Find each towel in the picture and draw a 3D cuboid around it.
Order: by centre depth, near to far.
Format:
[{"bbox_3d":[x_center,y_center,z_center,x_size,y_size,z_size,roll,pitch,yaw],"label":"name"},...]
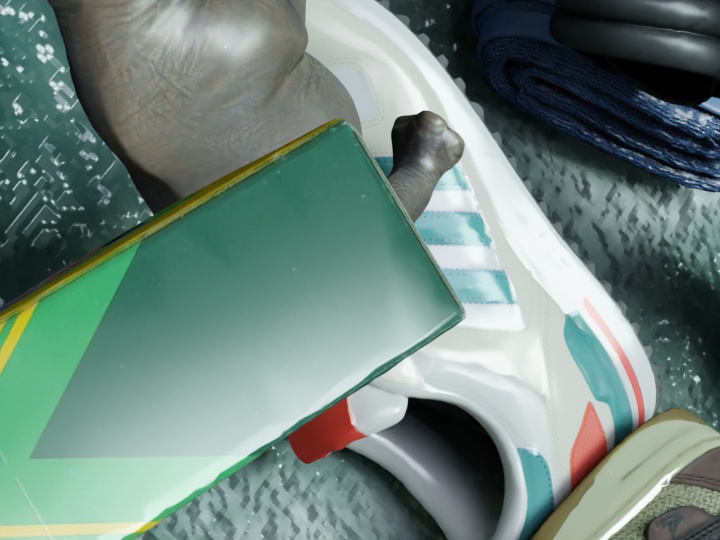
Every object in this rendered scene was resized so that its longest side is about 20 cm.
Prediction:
[{"bbox_3d":[0.094,-0.133,0.960,0.112,0.049,0.200,23,65,-25],"label":"towel"}]

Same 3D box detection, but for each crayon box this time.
[{"bbox_3d":[-0.098,0.052,0.686,0.172,0.200,0.058,-34,93,-35],"label":"crayon box"}]

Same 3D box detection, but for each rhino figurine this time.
[{"bbox_3d":[-0.039,-0.056,0.736,0.200,0.060,0.088,57,45,-44],"label":"rhino figurine"}]

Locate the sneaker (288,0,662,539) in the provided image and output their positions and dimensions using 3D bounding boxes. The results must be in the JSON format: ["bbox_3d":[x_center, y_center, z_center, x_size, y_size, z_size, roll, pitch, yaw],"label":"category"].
[{"bbox_3d":[0.000,0.000,0.844,0.200,0.070,0.093,50,50,-13],"label":"sneaker"}]

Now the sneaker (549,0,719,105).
[{"bbox_3d":[0.118,-0.100,0.903,0.200,0.071,0.099,-4,107,-52],"label":"sneaker"}]

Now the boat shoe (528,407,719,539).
[{"bbox_3d":[0.057,0.123,0.822,0.201,0.066,0.072,-48,143,-25],"label":"boat shoe"}]
